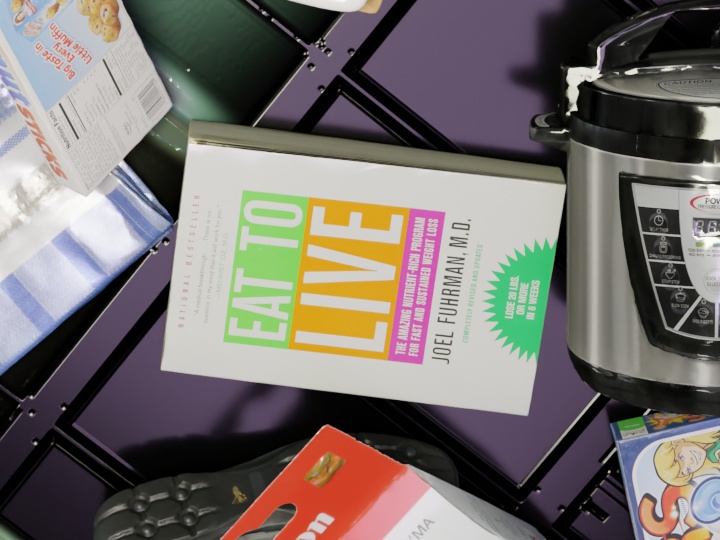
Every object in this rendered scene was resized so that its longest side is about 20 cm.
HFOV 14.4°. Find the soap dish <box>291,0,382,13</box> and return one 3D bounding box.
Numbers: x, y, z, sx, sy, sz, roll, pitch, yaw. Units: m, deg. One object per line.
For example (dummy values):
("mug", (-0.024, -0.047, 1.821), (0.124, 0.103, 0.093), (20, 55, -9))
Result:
("soap dish", (-0.066, -0.224, 1.415), (0.200, 0.081, 0.157), (14, 130, -4))

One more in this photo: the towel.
("towel", (-0.213, -0.052, 1.509), (0.147, 0.024, 0.200), (-39, 101, 9))

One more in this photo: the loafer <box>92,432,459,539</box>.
("loafer", (-0.045, 0.137, 1.543), (0.200, 0.068, 0.070), (-11, 141, -6))

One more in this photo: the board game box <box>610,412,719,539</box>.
("board game box", (0.223, 0.166, 1.563), (0.135, 0.034, 0.200), (-13, 104, 2))

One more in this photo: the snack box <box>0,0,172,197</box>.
("snack box", (-0.154, -0.126, 1.417), (0.072, 0.024, 0.200), (-48, 142, -20))

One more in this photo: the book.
("book", (0.000, 0.000, 1.517), (0.200, 0.048, 0.134), (6, 108, -4))

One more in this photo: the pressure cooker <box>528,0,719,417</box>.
("pressure cooker", (0.187, -0.039, 1.443), (0.176, 0.179, 0.200), (-9, 106, -35))

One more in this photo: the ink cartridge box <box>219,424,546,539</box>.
("ink cartridge box", (0.000, 0.181, 1.502), (0.163, 0.057, 0.200), (-48, 142, 10))
